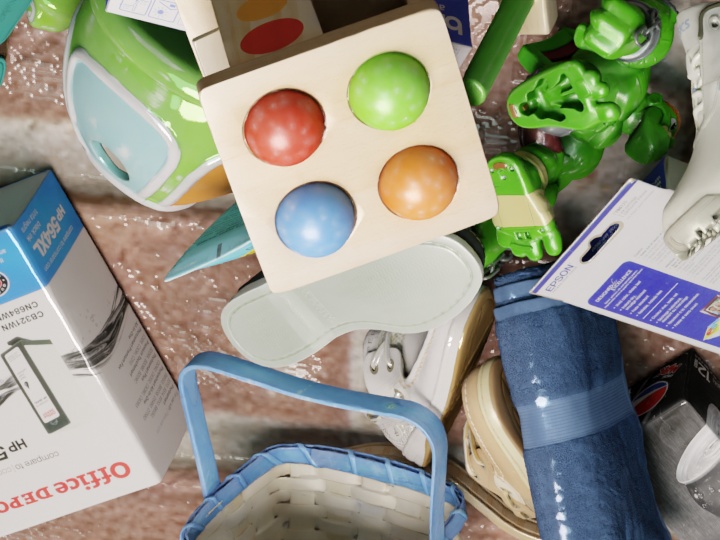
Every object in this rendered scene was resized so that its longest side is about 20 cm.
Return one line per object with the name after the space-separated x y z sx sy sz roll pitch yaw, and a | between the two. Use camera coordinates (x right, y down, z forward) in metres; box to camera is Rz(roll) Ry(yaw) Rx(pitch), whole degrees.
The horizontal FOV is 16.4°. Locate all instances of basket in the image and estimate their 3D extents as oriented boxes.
-0.026 0.150 1.534 0.176 0.139 0.201 15 131 26 | basket

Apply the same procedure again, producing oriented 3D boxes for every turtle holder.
-0.118 -0.118 1.439 0.185 0.141 0.132 27 122 -5 | turtle holder

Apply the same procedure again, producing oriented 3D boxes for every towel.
0.130 0.093 1.464 0.048 0.112 0.201 -12 90 28 | towel

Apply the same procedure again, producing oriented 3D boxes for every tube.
-0.039 -0.040 1.429 0.077 0.200 0.051 -30 94 29 | tube

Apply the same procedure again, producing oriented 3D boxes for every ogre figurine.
0.122 -0.090 1.404 0.098 0.120 0.201 22 128 21 | ogre figurine

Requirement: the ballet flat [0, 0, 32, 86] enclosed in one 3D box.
-0.244 -0.144 1.488 0.072 0.068 0.200 55 145 16 | ballet flat

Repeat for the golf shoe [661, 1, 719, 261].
0.203 -0.096 1.372 0.097 0.200 0.078 35 155 5 | golf shoe

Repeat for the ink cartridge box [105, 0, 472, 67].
-0.039 -0.166 1.383 0.199 0.094 0.044 13 139 -18 | ink cartridge box

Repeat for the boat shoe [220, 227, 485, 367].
0.000 0.000 1.447 0.199 0.060 0.076 -14 119 41 | boat shoe

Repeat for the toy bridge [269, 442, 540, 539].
0.034 0.148 1.623 0.199 0.027 0.067 14 120 5 | toy bridge

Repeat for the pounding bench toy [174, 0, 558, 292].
0.022 -0.099 1.283 0.199 0.156 0.125 -20 121 0 | pounding bench toy

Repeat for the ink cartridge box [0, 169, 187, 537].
-0.220 0.057 1.593 0.146 0.084 0.200 -20 113 21 | ink cartridge box

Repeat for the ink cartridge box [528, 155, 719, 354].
0.194 -0.007 1.442 0.199 0.039 0.099 18 128 -35 | ink cartridge box

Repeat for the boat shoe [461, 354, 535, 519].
0.093 0.112 1.521 0.064 0.072 0.200 -6 151 20 | boat shoe

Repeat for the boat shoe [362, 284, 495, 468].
0.032 0.058 1.511 0.069 0.071 0.200 29 152 6 | boat shoe

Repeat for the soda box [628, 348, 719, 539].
0.238 0.149 1.559 0.071 0.063 0.200 -34 108 27 | soda box
